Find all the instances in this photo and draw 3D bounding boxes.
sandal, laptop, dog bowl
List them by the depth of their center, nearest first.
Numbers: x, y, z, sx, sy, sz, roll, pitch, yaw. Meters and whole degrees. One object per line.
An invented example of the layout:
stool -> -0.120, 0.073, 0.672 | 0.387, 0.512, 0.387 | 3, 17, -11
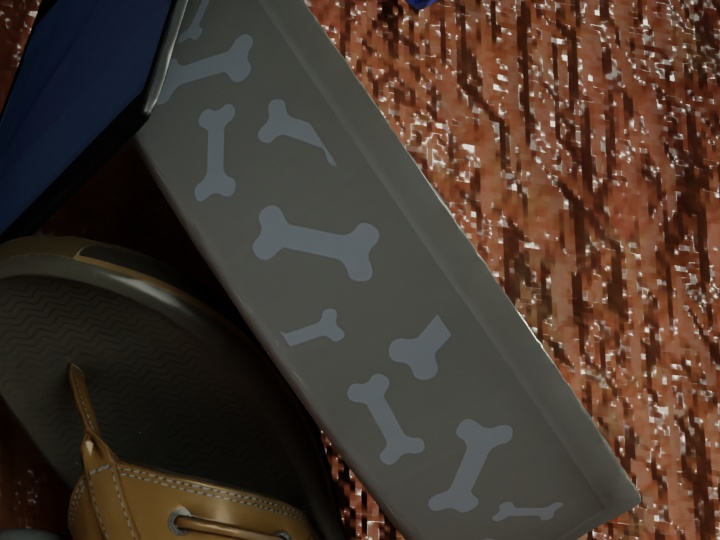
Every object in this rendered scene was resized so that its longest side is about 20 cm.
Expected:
sandal -> -0.045, 0.080, 0.685 | 0.200, 0.081, 0.055 | 68, 27, -20
laptop -> -0.107, -0.115, 0.691 | 0.103, 0.177, 0.200 | -34, 90, -32
dog bowl -> 0.000, 0.000, 0.704 | 0.059, 0.200, 0.200 | -34, 89, 1

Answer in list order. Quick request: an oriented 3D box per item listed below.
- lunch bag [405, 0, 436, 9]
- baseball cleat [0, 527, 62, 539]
lunch bag -> 0.039, -0.216, 0.838 | 0.170, 0.124, 0.200 | -25, 71, -31
baseball cleat -> -0.148, 0.135, 0.644 | 0.106, 0.070, 0.200 | 33, 60, -13
